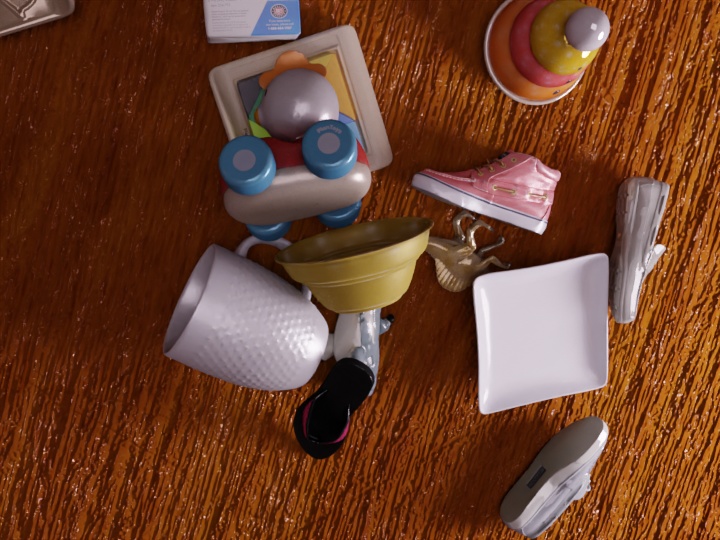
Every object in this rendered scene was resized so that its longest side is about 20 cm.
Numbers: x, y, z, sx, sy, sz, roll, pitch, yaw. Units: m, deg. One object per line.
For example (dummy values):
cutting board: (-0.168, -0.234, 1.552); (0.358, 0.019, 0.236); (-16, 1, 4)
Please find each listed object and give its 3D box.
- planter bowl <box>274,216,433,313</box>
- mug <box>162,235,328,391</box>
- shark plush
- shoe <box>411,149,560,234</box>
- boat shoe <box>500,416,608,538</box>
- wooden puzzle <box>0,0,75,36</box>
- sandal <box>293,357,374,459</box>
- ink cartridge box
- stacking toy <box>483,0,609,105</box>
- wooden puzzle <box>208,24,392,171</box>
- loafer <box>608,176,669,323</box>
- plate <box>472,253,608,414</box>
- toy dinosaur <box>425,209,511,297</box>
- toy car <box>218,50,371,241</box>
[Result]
planter bowl: (0.000, 0.000, 1.016); (0.198, 0.200, 0.084); (-14, 104, -6)
mug: (-0.128, 0.048, 1.044); (0.174, 0.147, 0.202); (26, 64, -19)
shark plush: (0.008, 0.066, 1.113); (0.083, 0.090, 0.203); (17, 80, -34)
shoe: (0.167, -0.120, 1.090); (0.198, 0.071, 0.092); (17, 95, -16)
boat shoe: (0.285, 0.295, 1.176); (0.071, 0.070, 0.201); (39, 95, -23)
wooden puzzle: (-0.454, -0.365, 0.973); (0.198, 0.046, 0.187); (-18, 100, 0)
sandal: (-0.042, 0.187, 1.068); (0.074, 0.045, 0.201); (27, 133, -1)
ink cartridge box: (-0.137, -0.383, 1.002); (0.115, 0.067, 0.203); (-4, 99, -8)
stacking toy: (0.242, -0.279, 1.006); (0.144, 0.200, 0.148); (-1, 99, -7)
wooden puzzle: (-0.073, -0.195, 1.057); (0.198, 0.037, 0.187); (-19, 101, -5)
loafer: (0.382, -0.026, 1.133); (0.069, 0.070, 0.203); (6, 97, -1)
plate: (0.244, 0.083, 1.132); (0.197, 0.032, 0.202); (-10, 109, -12)
toy dinosaur: (0.130, -0.025, 1.102); (0.199, 0.058, 0.102); (34, 94, -12)
toy car: (-0.087, -0.165, 0.986); (0.175, 0.185, 0.202); (-11, 72, -1)
